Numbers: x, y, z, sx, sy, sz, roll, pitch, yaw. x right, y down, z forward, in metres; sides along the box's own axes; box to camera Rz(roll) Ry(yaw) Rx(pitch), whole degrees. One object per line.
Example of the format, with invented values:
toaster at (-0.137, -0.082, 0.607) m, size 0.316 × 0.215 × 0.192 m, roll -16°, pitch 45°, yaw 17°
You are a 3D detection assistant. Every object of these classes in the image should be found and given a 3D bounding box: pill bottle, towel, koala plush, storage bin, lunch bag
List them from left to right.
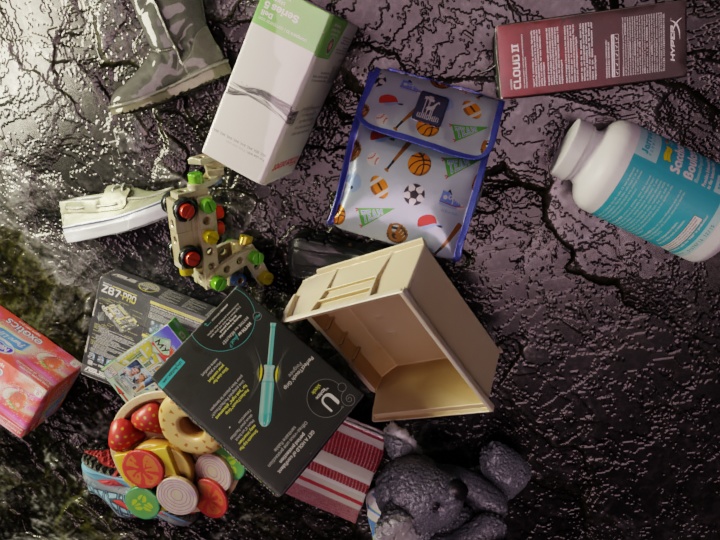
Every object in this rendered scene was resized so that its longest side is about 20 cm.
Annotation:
towel at (-0.049, 0.267, 0.938) m, size 0.143 × 0.023 × 0.201 m, roll 21°, pitch 127°, yaw 6°
storage bin at (0.038, 0.082, 0.810) m, size 0.198 × 0.094 × 0.200 m, roll -16°, pitch 125°, yaw 38°
lunch bag at (0.067, -0.127, 0.795) m, size 0.169 × 0.124 × 0.201 m, roll 17°, pitch 94°, yaw 5°
koala plush at (0.091, 0.298, 0.852) m, size 0.183 × 0.178 × 0.200 m, roll -21°, pitch 137°, yaw 39°
pill bottle at (0.322, -0.098, 0.758) m, size 0.199 × 0.111 × 0.111 m, roll 26°, pitch 108°, yaw 2°

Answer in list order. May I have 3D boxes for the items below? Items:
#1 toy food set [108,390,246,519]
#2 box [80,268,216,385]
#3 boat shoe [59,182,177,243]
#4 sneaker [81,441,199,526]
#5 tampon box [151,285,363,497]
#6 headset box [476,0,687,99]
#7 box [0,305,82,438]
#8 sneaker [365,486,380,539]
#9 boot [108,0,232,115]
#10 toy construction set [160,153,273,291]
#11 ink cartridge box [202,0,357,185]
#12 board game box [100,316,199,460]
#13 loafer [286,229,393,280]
toy food set at (-0.255, 0.257, 0.918) m, size 0.199 × 0.049 × 0.199 m, roll -12°, pitch 106°, yaw 12°
box at (-0.290, 0.108, 0.958) m, size 0.199 × 0.049 × 0.162 m, roll 20°, pitch 110°, yaw 4°
boat shoe at (-0.325, -0.085, 0.899) m, size 0.199 × 0.072 × 0.062 m, roll -12°, pitch 105°, yaw 16°
sneaker at (-0.336, 0.340, 1.027) m, size 0.199 × 0.079 × 0.096 m, roll 25°, pitch 121°, yaw 10°
tampon box at (-0.122, 0.151, 0.810) m, size 0.200 × 0.126 × 0.150 m, roll 40°, pitch 71°, yaw 7°
headset box at (0.226, -0.232, 0.719) m, size 0.199 × 0.149 × 0.078 m, roll -5°, pitch 104°, yaw 11°
box at (-0.535, 0.137, 0.985) m, size 0.200 × 0.095 × 0.103 m, roll 36°, pitch 109°, yaw -1°
sneaker at (0.057, 0.412, 0.949) m, size 0.075 × 0.105 × 0.201 m, roll -21°, pitch 101°, yaw 15°
boot at (-0.267, -0.313, 0.826) m, size 0.181 × 0.073 × 0.201 m, roll -23°, pitch 107°, yaw 1°
toy construction set at (-0.186, -0.061, 0.858) m, size 0.092 × 0.131 × 0.201 m, roll 7°, pitch 111°, yaw 52°
ink cartridge box at (-0.092, -0.215, 0.782) m, size 0.084 × 0.146 × 0.201 m, roll 28°, pitch 108°, yaw 2°
board game box at (-0.251, 0.181, 0.933) m, size 0.134 × 0.029 × 0.200 m, roll -32°, pitch 100°, yaw 18°
loafer at (0.000, 0.000, 0.869) m, size 0.200 × 0.068 × 0.071 m, roll 13°, pitch 115°, yaw 12°
